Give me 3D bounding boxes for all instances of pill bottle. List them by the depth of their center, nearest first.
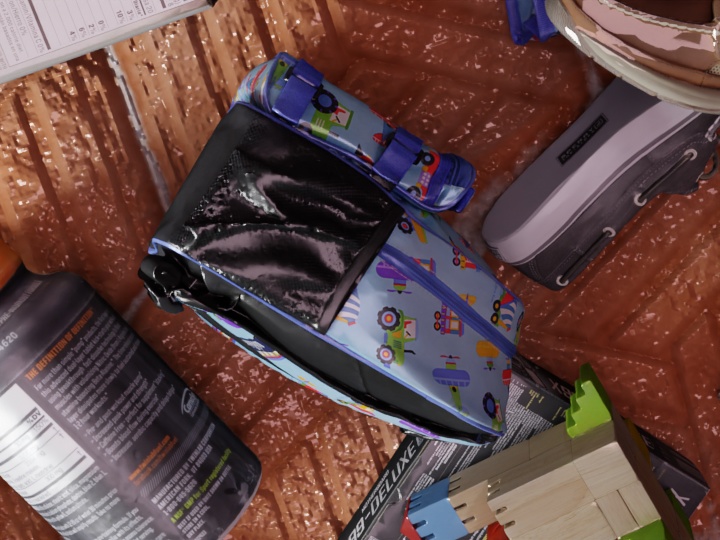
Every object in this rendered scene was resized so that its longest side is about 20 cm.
[{"bbox_3d":[-0.155,0.074,0.756,0.106,0.106,0.200,-41,102,6],"label":"pill bottle"}]

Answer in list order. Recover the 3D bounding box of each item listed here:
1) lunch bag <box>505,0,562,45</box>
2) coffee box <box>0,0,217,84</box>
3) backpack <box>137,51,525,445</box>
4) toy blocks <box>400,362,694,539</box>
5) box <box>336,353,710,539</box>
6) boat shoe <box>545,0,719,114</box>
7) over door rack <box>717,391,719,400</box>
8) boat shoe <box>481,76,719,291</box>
[{"bbox_3d":[0.134,-0.232,0.713,0.150,0.094,0.200,-14,98,-1],"label":"lunch bag"},{"bbox_3d":[-0.176,-0.139,0.701,0.200,0.113,0.080,-20,104,1],"label":"coffee box"},{"bbox_3d":[0.000,0.000,0.708,0.200,0.183,0.135,30,84,-7],"label":"backpack"},{"bbox_3d":[0.112,0.170,0.758,0.137,0.100,0.200,-28,104,15],"label":"toy blocks"},{"bbox_3d":[0.082,0.160,0.818,0.158,0.050,0.200,30,100,-10],"label":"box"},{"bbox_3d":[0.183,-0.112,0.657,0.200,0.076,0.072,14,118,-18],"label":"boat shoe"},{"bbox_3d":[0.328,0.039,0.795,0.148,0.067,0.200,33,99,-9],"label":"over door rack"},{"bbox_3d":[0.157,-0.063,0.757,0.066,0.070,0.200,39,106,-22],"label":"boat shoe"}]
